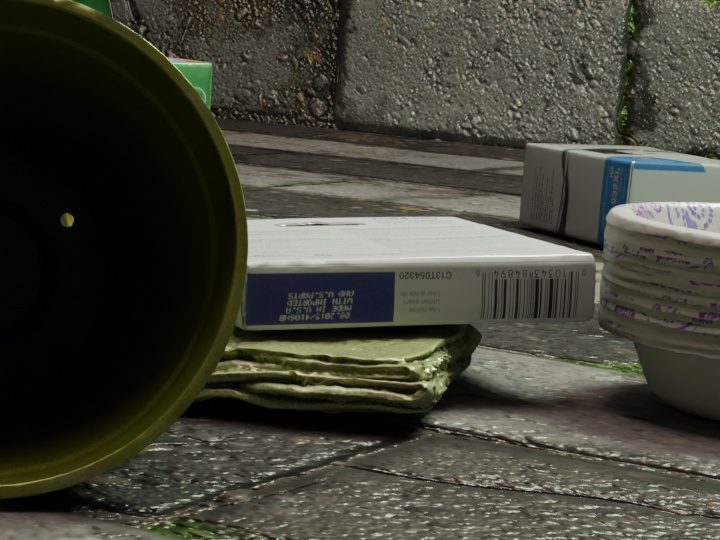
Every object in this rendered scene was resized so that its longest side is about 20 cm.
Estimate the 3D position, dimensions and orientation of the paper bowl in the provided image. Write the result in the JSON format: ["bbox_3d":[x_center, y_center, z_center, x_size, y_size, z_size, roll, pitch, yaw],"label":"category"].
[{"bbox_3d":[0.228,0.025,1.125,0.200,0.105,0.201,4,7,0],"label":"paper bowl"}]

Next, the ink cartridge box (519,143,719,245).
[{"bbox_3d":[0.258,-0.069,1.952,0.145,0.084,0.200,0,8,-24],"label":"ink cartridge box"}]

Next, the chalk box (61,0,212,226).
[{"bbox_3d":[-0.186,-0.092,1.436,0.124,0.200,0.124,-3,10,-43],"label":"chalk box"}]

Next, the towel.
[{"bbox_3d":[-0.020,0.046,1.099,0.148,0.037,0.200,5,8,10],"label":"towel"}]

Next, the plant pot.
[{"bbox_3d":[-0.161,-0.005,0.911,0.200,0.201,0.193,2,-5,-11],"label":"plant pot"}]

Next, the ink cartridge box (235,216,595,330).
[{"bbox_3d":[0.000,0.000,1.160,0.196,0.043,0.200,-2,6,-19],"label":"ink cartridge box"}]
